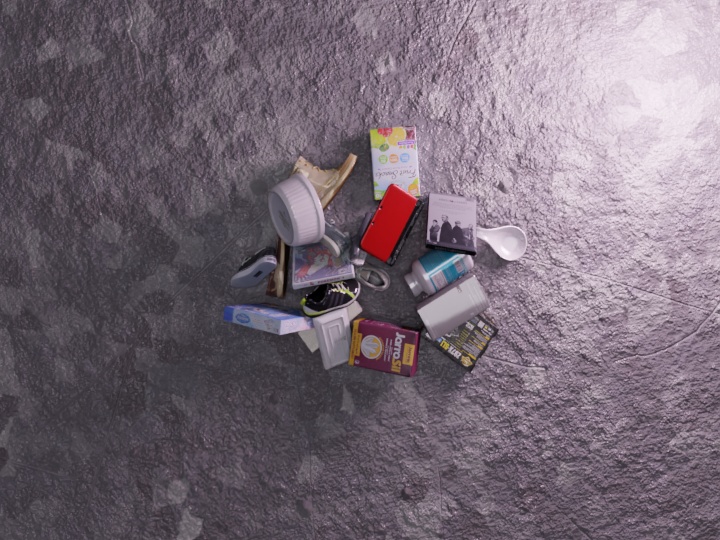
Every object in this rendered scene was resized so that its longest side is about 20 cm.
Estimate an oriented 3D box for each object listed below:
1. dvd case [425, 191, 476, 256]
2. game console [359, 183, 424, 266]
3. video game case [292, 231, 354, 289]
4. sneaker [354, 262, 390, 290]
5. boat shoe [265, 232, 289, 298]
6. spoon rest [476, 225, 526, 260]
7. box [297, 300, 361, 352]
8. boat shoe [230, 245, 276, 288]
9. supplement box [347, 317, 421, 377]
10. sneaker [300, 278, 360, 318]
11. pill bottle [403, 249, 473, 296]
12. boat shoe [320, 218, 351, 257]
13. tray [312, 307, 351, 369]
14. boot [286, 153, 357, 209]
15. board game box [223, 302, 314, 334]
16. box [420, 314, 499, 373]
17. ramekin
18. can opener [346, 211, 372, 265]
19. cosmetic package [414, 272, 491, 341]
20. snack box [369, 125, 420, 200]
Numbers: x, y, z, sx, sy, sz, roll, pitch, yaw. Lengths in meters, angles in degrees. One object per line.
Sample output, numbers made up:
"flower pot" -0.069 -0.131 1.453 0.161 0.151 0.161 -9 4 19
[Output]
"dvd case" 0.265 -0.139 1.669 0.145 0.025 0.205 9 53 0
"game console" 0.090 -0.130 1.660 0.116 0.172 0.204 28 94 1
"video game case" -0.110 -0.033 1.668 0.176 0.203 0.023 -11 129 2
"sneaker" 0.000 0.000 1.708 0.194 0.092 0.078 21 92 0
"boat shoe" -0.255 -0.023 1.726 0.069 0.072 0.208 4 95 5
"spoon rest" 0.401 -0.094 1.710 0.193 0.061 0.103 16 93 1
"box" -0.092 0.149 1.730 0.198 0.068 0.083 -38 92 3
"boat shoe" -0.319 -0.012 1.706 0.072 0.198 0.070 19 52 -35
"supplement box" 0.073 0.225 1.693 0.193 0.103 0.136 8 93 15
"sneaker" -0.080 0.067 1.629 0.196 0.084 0.072 -28 54 -25
"pill bottle" 0.226 -0.006 1.693 0.196 0.111 0.113 -31 92 3
"boat shoe" -0.093 -0.113 1.681 0.061 0.200 0.074 -31 135 -12
"tray" -0.073 0.205 1.697 0.104 0.022 0.205 -19 124 -13
"boot" -0.116 -0.296 1.707 0.154 0.073 0.202 39 99 0
"board game box" -0.252 0.133 1.636 0.193 0.199 0.045 11 95 25
"box" 0.295 0.183 1.733 0.197 0.049 0.162 35 96 -1
"ramekin" -0.188 -0.164 1.633 0.092 0.201 0.208 -23 92 -26
"can opener" 0.013 -0.101 1.661 0.052 0.068 0.203 22 52 0
"cosmetic package" 0.263 0.104 1.663 0.197 0.090 0.109 -33 95 0
"snack box" 0.102 -0.318 1.709 0.137 0.053 0.208 -4 93 3
